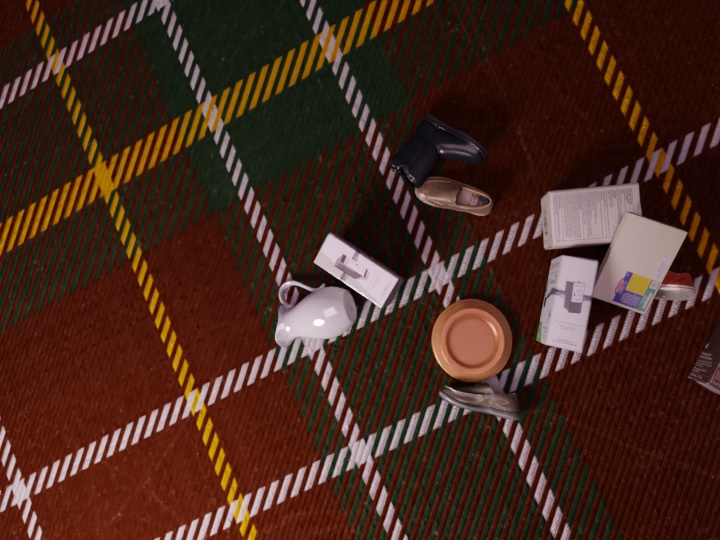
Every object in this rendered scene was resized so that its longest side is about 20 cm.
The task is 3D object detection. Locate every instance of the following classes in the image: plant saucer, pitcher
[{"bbox_3d":[0.271,0.172,1.317,0.195,0.037,0.205,0,88,10],"label":"plant saucer"},{"bbox_3d":[-0.117,0.091,1.353,0.196,0.121,0.175,-17,69,19],"label":"pitcher"}]

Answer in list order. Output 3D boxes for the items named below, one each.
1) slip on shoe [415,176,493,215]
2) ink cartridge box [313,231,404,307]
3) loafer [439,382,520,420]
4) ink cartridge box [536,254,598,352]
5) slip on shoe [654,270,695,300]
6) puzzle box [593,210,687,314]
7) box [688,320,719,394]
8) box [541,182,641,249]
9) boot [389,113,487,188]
[{"bbox_3d":[0.230,-0.184,1.327,0.196,0.061,0.078,20,91,10],"label":"slip on shoe"},{"bbox_3d":[0.000,0.000,1.313,0.198,0.147,0.084,33,95,10],"label":"ink cartridge box"},{"bbox_3d":[0.287,0.304,1.297,0.195,0.075,0.071,13,78,5],"label":"loafer"},{"bbox_3d":[0.469,0.073,1.234,0.081,0.147,0.205,11,88,10],"label":"ink cartridge box"},{"bbox_3d":[0.664,0.024,1.249,0.195,0.074,0.062,6,64,11],"label":"slip on shoe"},{"bbox_3d":[0.604,-0.015,1.187,0.130,0.025,0.204,18,111,1],"label":"puzzle box"},{"bbox_3d":[0.824,0.174,1.194,0.074,0.100,0.203,30,92,9],"label":"box"},{"bbox_3d":[0.529,-0.122,1.251,0.195,0.109,0.131,-4,87,9],"label":"box"},{"bbox_3d":[0.187,-0.267,1.322,0.198,0.076,0.170,34,85,16],"label":"boot"}]
